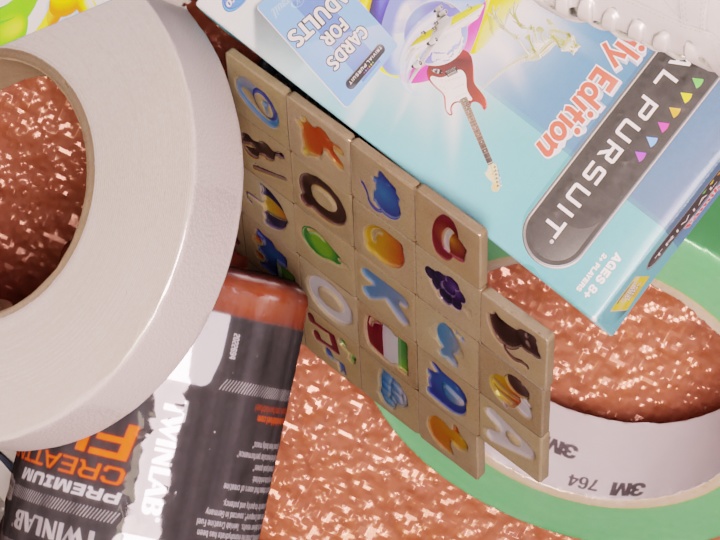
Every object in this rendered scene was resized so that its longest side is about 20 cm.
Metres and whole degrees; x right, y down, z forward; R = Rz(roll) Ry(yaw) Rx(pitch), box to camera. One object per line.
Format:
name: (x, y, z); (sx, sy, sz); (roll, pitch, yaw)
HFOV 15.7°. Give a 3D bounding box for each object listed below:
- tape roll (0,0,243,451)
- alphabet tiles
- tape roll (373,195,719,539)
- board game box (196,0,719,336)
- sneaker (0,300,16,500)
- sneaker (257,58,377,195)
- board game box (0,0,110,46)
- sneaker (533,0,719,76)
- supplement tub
tape roll: (-0.137, -0.031, 1.024); (0.202, 0.037, 0.204); (-5, 80, 31)
alphabet tiles: (0.000, 0.000, 1.037); (0.200, 0.006, 0.167); (37, 152, 26)
tape roll: (0.099, 0.031, 1.085); (0.199, 0.048, 0.201); (13, 137, 12)
board game box: (0.061, -0.098, 0.986); (0.200, 0.047, 0.151); (39, 92, 16)
sneaker: (-0.139, 0.055, 1.139); (0.080, 0.076, 0.200); (-38, 111, 7)
sneaker: (0.007, -0.113, 1.058); (0.075, 0.085, 0.201); (18, 111, -4)
board game box: (-0.135, -0.154, 0.937); (0.199, 0.105, 0.103); (-27, 138, -26)
sneaker: (0.105, -0.109, 0.921); (0.081, 0.076, 0.200); (-45, 67, 8)
supplement tub: (-0.090, 0.092, 1.060); (0.106, 0.107, 0.201); (12, 88, -2)
